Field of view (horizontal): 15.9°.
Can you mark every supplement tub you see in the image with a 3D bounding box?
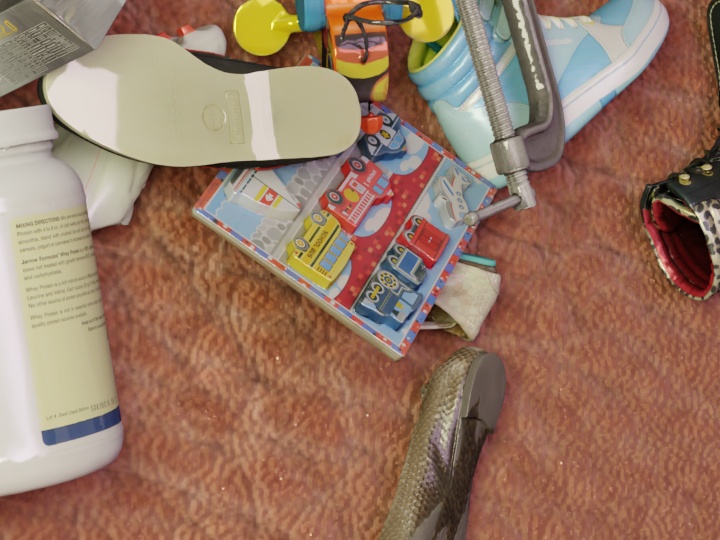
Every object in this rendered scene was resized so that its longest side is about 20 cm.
[{"bbox_3d":[-0.213,0.017,1.402,0.145,0.145,0.200,-11,95,-32],"label":"supplement tub"}]

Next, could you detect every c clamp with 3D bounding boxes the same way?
[{"bbox_3d":[0.085,-0.132,1.579,0.171,0.027,0.200,-11,87,-62],"label":"c clamp"}]

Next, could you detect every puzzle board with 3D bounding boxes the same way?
[{"bbox_3d":[-0.004,-0.045,1.569,0.151,0.017,0.200,36,37,-3],"label":"puzzle board"}]

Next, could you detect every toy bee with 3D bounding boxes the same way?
[{"bbox_3d":[-0.014,-0.143,1.587,0.200,0.131,0.109,-67,159,-61],"label":"toy bee"}]

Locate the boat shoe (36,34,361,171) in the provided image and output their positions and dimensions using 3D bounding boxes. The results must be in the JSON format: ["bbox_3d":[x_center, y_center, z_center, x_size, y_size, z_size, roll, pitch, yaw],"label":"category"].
[{"bbox_3d":[-0.099,-0.092,1.483,0.201,0.063,0.074,3,84,-34],"label":"boat shoe"}]

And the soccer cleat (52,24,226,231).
[{"bbox_3d":[-0.147,-0.071,1.531,0.200,0.069,0.078,-43,107,-24],"label":"soccer cleat"}]

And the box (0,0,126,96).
[{"bbox_3d":[-0.177,-0.175,1.455,0.048,0.200,0.159,39,63,-22],"label":"box"}]

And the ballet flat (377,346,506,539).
[{"bbox_3d":[0.040,0.139,1.606,0.067,0.046,0.200,41,62,-53],"label":"ballet flat"}]

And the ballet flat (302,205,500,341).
[{"bbox_3d":[0.000,0.000,1.602,0.200,0.067,0.062,17,92,-25],"label":"ballet flat"}]

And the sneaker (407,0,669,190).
[{"bbox_3d":[0.112,-0.157,1.697,0.200,0.080,0.131,-44,103,-32],"label":"sneaker"}]

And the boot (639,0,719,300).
[{"bbox_3d":[0.253,-0.088,1.763,0.154,0.073,0.204,-21,93,-38],"label":"boot"}]
